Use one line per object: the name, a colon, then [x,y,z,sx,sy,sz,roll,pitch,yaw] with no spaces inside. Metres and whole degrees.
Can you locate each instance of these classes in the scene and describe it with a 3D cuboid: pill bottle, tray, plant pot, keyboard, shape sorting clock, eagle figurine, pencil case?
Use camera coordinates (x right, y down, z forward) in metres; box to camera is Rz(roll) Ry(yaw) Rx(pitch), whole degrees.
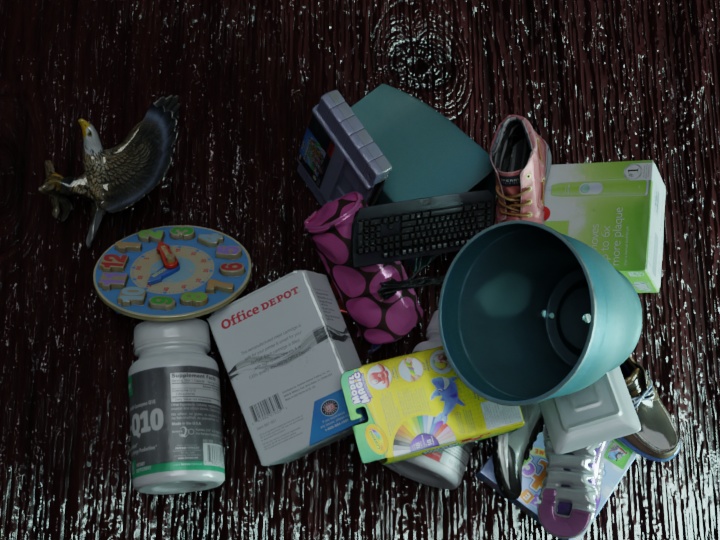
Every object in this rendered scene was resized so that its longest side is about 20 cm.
pill bottle: [0.103,0.159,1.597,0.113,0.114,0.201,22,72,3]
tray: [0.259,0.118,1.557,0.107,0.022,0.201,-18,56,5]
plant pot: [0.222,0.053,1.461,0.199,0.187,0.202,-5,82,38]
keyboard: [0.077,-0.027,1.566,0.199,0.021,0.128,-10,116,-26]
shape sorting clock: [-0.236,-0.002,1.612,0.198,0.039,0.201,-3,35,2]
eagle figurine: [-0.311,-0.137,1.638,0.199,0.151,0.153,-19,64,-2]
plant pot: [0.060,-0.134,1.675,0.141,0.142,0.200,-38,73,-14]
pill bottle: [-0.227,0.166,1.570,0.112,0.113,0.202,-4,72,-5]
pencil case: [0.000,0.000,1.603,0.093,0.201,0.091,-5,33,35]

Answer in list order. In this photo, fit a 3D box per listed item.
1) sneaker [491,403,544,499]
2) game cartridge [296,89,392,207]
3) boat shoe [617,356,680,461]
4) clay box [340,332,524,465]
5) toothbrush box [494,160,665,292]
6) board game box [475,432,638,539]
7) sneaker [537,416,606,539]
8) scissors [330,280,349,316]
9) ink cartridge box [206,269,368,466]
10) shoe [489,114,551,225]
sneaker: [0.203,0.184,1.581,0.079,0.074,0.201,8,65,5]
game cartridge: [-0.027,-0.130,1.632,0.038,0.200,0.130,-34,78,-23]
boat shoe: [0.328,0.152,1.600,0.072,0.072,0.200,-37,77,-16]
clay box: [0.081,0.154,1.510,0.198,0.048,0.116,-13,74,-10]
toothbrush box: [0.275,-0.053,1.614,0.199,0.086,0.147,0,70,26]
board game box: [0.265,0.225,1.628,0.151,0.037,0.200,36,74,7]
sneaker: [0.265,0.230,1.562,0.080,0.088,0.202,6,73,24]
scissors: [-0.058,0.060,1.667,0.200,0.014,0.073,-39,79,-15]
ink cartridge box: [-0.081,0.120,1.582,0.144,0.084,0.201,-26,77,16]
shoe: [0.188,-0.086,1.564,0.071,0.091,0.202,0,70,26]
